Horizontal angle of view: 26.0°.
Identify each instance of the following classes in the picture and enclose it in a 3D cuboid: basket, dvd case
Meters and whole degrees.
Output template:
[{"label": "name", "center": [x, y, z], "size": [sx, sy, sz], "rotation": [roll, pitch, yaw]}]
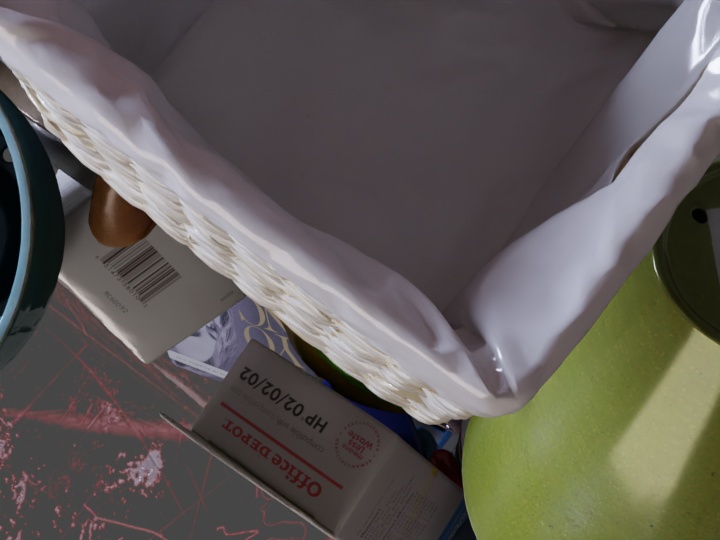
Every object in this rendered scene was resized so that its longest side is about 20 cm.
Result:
[{"label": "basket", "center": [0.017, -0.079, 0.499], "size": [0.200, 0.198, 0.161], "rotation": [37, 170, 3]}, {"label": "dvd case", "center": [-0.097, 0.020, 1.143], "size": [0.148, 0.016, 0.201], "rotation": [18, 140, 26]}]

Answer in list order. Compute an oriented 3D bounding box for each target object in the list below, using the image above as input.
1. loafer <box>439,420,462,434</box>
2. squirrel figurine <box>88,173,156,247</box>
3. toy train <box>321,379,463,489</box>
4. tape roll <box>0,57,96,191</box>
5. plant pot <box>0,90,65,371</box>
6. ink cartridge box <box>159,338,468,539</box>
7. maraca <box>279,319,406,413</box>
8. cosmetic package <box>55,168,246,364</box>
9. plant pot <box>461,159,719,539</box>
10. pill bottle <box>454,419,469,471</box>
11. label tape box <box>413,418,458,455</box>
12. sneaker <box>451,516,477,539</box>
[{"label": "loafer", "center": [-0.006, 0.072, 1.180], "size": [0.199, 0.063, 0.072], "rotation": [12, 169, 9]}, {"label": "squirrel figurine", "center": [0.002, -0.044, 0.676], "size": [0.187, 0.141, 0.200], "rotation": [42, 144, 14]}, {"label": "toy train", "center": [0.038, 0.166, 1.040], "size": [0.116, 0.084, 0.201], "rotation": [58, -172, -58]}, {"label": "tape roll", "center": [-0.143, -0.149, 0.778], "size": [0.202, 0.139, 0.203], "rotation": [39, 168, 10]}, {"label": "plant pot", "center": [-0.232, -0.018, 0.764], "size": [0.200, 0.200, 0.188], "rotation": [37, -178, 4]}, {"label": "ink cartridge box", "center": [-0.018, 0.110, 0.899], "size": [0.115, 0.068, 0.200], "rotation": [30, 172, 30]}, {"label": "maraca", "center": [0.000, 0.000, 0.919], "size": [0.200, 0.137, 0.107], "rotation": [55, 128, 21]}, {"label": "cosmetic package", "center": [-0.121, -0.051, 0.956], "size": [0.108, 0.085, 0.200], "rotation": [48, -160, -22]}, {"label": "plant pot", "center": [0.147, 0.046, 0.661], "size": [0.187, 0.187, 0.200], "rotation": [34, 151, 16]}, {"label": "pill bottle", "center": [0.122, 0.134, 1.078], "size": [0.116, 0.116, 0.200], "rotation": [35, 167, 11]}, {"label": "label tape box", "center": [0.009, 0.138, 1.321], "size": [0.200, 0.143, 0.066], "rotation": [23, 161, 46]}, {"label": "sneaker", "center": [0.141, 0.171, 0.941], "size": [0.199, 0.082, 0.070], "rotation": [11, -161, -39]}]
